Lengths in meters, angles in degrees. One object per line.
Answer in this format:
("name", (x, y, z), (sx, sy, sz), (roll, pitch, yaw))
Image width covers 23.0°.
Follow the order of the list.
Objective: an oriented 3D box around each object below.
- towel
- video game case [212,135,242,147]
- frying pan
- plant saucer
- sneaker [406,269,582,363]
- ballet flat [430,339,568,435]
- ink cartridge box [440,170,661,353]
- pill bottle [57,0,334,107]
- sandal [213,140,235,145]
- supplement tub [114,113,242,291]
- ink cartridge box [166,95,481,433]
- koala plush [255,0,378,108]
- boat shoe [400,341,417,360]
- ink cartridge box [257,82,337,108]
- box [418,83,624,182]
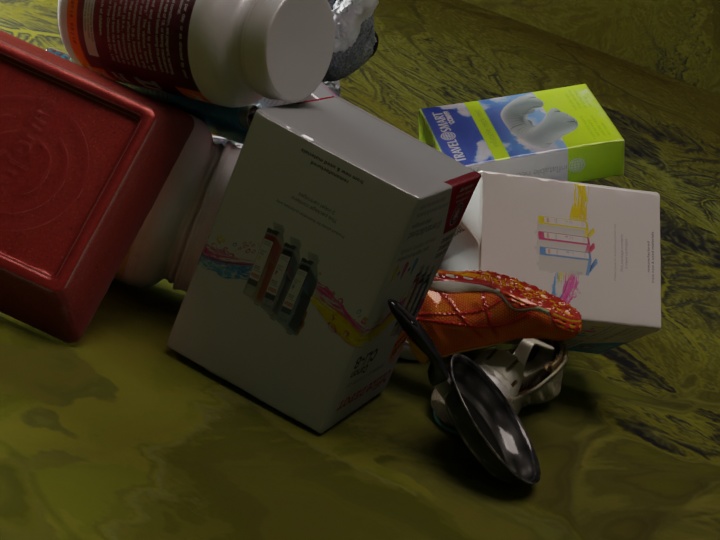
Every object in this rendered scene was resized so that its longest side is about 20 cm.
("towel", (-0.151, -0.139, 1.480), (0.199, 0.022, 0.147), (19, -3, 22))
("video game case", (-0.192, -0.102, 1.629), (0.180, 0.024, 0.200), (9, 15, 16))
("frying pan", (0.078, 0.102, 1.315), (0.190, 0.031, 0.115), (34, 27, -51))
("plant saucer", (-0.252, -0.076, 1.300), (0.199, 0.201, 0.037), (24, -20, 7))
("sneaker", (0.080, 0.039, 1.440), (0.198, 0.078, 0.073), (7, 11, 8))
("ballet flat", (0.117, 0.086, 1.466), (0.067, 0.063, 0.200), (30, 19, 20))
("ink cartridge box", (0.148, -0.005, 1.565), (0.198, 0.126, 0.128), (6, -14, -18))
("pill bottle", (-0.124, -0.187, 1.345), (0.199, 0.114, 0.113), (16, 12, 33))
("sandal", (-0.199, -0.134, 1.604), (0.199, 0.048, 0.075), (15, 18, 33))
("supplement tub", (-0.202, -0.073, 1.408), (0.199, 0.146, 0.146), (20, 17, -3))
("ink cartridge box", (-0.028, -0.008, 1.341), (0.144, 0.201, 0.145), (29, 19, 15))
("koala plush", (-0.049, -0.211, 1.752), (0.183, 0.201, 0.177), (10, 23, -30))
("boat shoe", (0.000, -0.001, 1.485), (0.200, 0.071, 0.070), (38, 25, -20))
("ink cartridge box", (-0.048, -0.145, 1.516), (0.200, 0.043, 0.196), (43, 8, 13))
("box", (0.144, -0.123, 1.729), (0.198, 0.048, 0.122), (-10, 35, -9))
